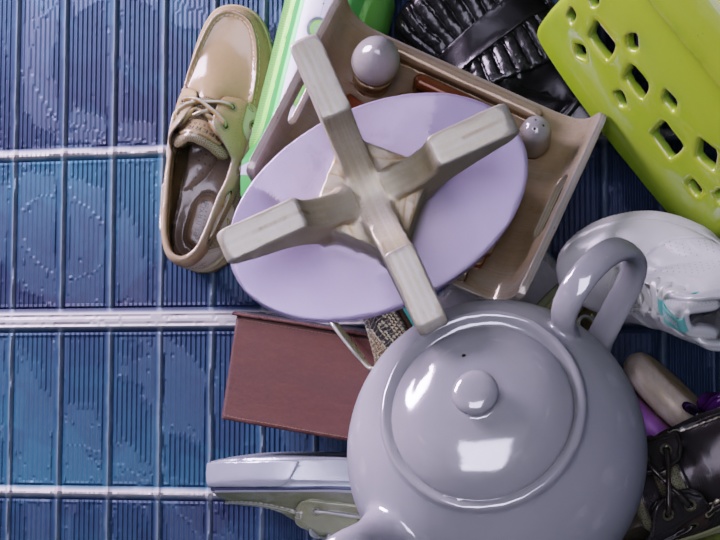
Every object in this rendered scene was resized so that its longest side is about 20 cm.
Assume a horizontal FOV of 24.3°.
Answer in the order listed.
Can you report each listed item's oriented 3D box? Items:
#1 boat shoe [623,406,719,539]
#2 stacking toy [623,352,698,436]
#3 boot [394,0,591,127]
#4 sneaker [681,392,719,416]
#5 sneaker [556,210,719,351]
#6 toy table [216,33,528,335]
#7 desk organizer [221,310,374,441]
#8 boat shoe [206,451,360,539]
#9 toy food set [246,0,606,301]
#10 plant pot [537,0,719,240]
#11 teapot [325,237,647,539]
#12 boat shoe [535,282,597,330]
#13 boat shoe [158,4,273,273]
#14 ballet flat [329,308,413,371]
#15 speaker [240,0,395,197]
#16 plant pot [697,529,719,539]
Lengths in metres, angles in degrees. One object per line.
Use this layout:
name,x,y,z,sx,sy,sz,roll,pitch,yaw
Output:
boat shoe,0.186,0.143,1.056,0.199,0.065,0.074,-35,70,23
stacking toy,0.153,0.154,1.148,0.085,0.085,0.200,44,99,12
boot,0.071,-0.117,1.184,0.211,0.079,0.158,-44,85,-5
sneaker,0.297,0.041,1.098,0.087,0.074,0.200,41,74,-7
sneaker,0.204,0.015,1.057,0.198,0.088,0.076,9,117,32
toy table,0.009,-0.047,1.013,0.199,0.117,0.185,-36,84,-2
desk organizer,0.007,0.082,1.188,0.198,0.072,0.078,9,90,13
boat shoe,-0.014,0.162,1.186,0.198,0.072,0.063,1,88,11
toy food set,0.044,-0.082,1.096,0.198,0.060,0.144,25,73,5
plant pot,0.257,-0.162,1.068,0.198,0.182,0.201,-35,81,-14
teapot,0.079,0.092,0.987,0.195,0.146,0.202,-5,63,8
boat shoe,0.128,0.084,1.123,0.063,0.074,0.201,12,49,38
boat shoe,-0.106,-0.100,1.231,0.070,0.064,0.202,6,87,13
ballet flat,0.000,0.000,1.139,0.075,0.068,0.202,-29,70,24
speaker,-0.027,-0.141,1.206,0.088,0.088,0.202,14,88,13
plant pot,0.253,0.266,1.072,0.198,0.200,0.192,20,78,13
